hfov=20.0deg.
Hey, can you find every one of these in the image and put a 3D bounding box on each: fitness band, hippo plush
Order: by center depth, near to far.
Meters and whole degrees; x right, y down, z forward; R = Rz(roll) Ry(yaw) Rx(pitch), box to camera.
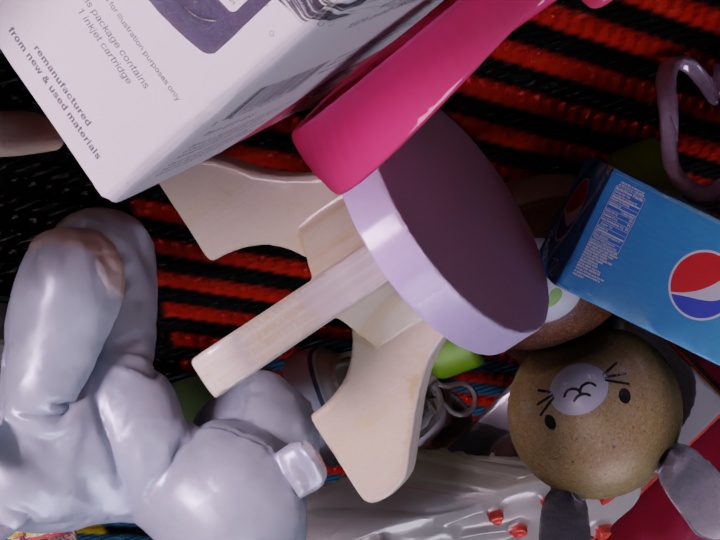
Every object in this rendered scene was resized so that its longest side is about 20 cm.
[{"bbox_3d":[0.043,-0.093,0.781,0.143,0.037,0.200,-34,-173,24],"label":"fitness band"},{"bbox_3d":[-0.091,0.070,0.950,0.160,0.200,0.160,18,115,2],"label":"hippo plush"}]

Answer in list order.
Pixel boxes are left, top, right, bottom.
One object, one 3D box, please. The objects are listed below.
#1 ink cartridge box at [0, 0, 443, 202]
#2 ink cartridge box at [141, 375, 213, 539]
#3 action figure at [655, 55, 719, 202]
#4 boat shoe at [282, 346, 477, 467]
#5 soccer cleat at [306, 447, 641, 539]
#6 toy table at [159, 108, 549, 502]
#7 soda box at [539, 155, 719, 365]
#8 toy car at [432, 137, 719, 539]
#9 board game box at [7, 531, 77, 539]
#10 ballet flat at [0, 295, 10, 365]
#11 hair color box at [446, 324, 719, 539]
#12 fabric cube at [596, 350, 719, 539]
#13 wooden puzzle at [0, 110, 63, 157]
[{"bbox_3d":[-0.007,-0.123,0.677,0.200,0.084,0.145,-36,179,37],"label":"ink cartridge box"},{"bbox_3d":[-0.096,0.107,1.213,0.104,0.059,0.200,-18,156,4],"label":"ink cartridge box"},{"bbox_3d":[0.240,-0.039,1.030,0.148,0.134,0.200,0,178,20],"label":"action figure"},{"bbox_3d":[0.025,0.079,1.211,0.086,0.075,0.202,-22,158,15],"label":"boat shoe"},{"bbox_3d":[0.057,0.126,1.145,0.199,0.078,0.069,-11,138,-6],"label":"soccer cleat"},{"bbox_3d":[0.000,0.000,0.920,0.117,0.184,0.200,-33,168,18],"label":"toy table"},{"bbox_3d":[0.189,0.017,0.990,0.200,0.064,0.068,26,-174,-8],"label":"soda box"},{"bbox_3d":[0.117,0.061,1.071,0.164,0.201,0.158,-20,156,9],"label":"toy car"},{"bbox_3d":[-0.233,0.180,1.114,0.159,0.201,0.097,-9,156,-14],"label":"board game box"},{"bbox_3d":[-0.215,0.038,0.988,0.067,0.064,0.200,-25,155,21],"label":"ballet flat"},{"bbox_3d":[0.115,0.112,1.206,0.200,0.102,0.061,-46,170,8],"label":"hair color box"},{"bbox_3d":[0.230,0.144,1.302,0.200,0.197,0.199,-32,152,15],"label":"fabric cube"},{"bbox_3d":[-0.225,-0.038,0.786,0.199,0.037,0.185,-14,-176,1],"label":"wooden puzzle"}]
